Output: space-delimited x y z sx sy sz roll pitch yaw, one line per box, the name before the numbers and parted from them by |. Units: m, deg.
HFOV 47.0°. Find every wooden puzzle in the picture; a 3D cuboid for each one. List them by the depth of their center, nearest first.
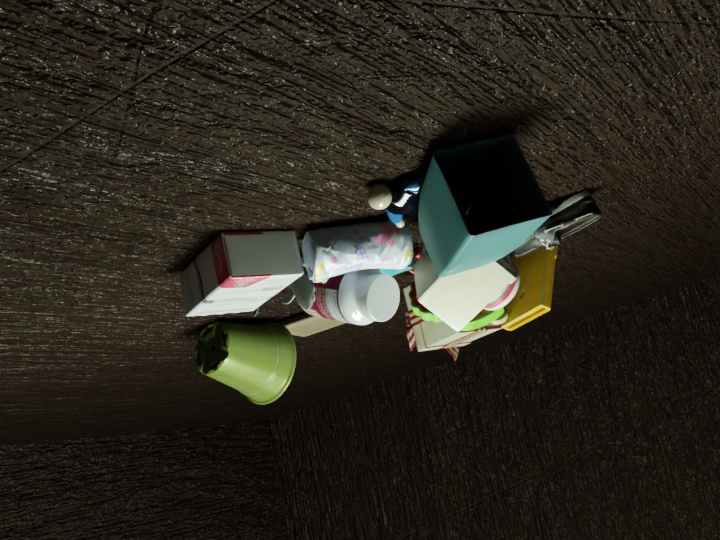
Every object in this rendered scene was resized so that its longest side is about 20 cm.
wooden puzzle | -0.113 0.129 2.113 0.197 0.038 0.185 -14 167 19

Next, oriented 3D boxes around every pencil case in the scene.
pencil case | -0.005 -0.037 1.463 0.197 0.092 0.083 -10 165 -18

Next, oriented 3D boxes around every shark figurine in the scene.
shark figurine | -0.162 0.009 1.571 0.212 0.130 0.089 -3 151 44

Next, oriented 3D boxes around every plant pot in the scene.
plant pot | 0.171 -0.082 1.273 0.139 0.143 0.201 -15 158 -19
plant pot | -0.287 0.203 1.960 0.198 0.203 0.189 -23 151 33

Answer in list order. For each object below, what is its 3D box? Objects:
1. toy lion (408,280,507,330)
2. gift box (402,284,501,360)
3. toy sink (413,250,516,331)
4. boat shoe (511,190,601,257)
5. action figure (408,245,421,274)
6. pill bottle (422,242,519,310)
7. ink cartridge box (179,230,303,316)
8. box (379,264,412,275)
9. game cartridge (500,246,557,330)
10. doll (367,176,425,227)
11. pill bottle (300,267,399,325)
toy lion | 0.209 0.060 1.856 0.189 0.201 0.069 -23 134 -2
gift box | 0.217 0.111 2.028 0.182 0.204 0.186 3 160 -35
toy sink | 0.200 -0.015 1.464 0.111 0.131 0.200 36 112 -18
boat shoe | 0.383 -0.078 1.643 0.198 0.061 0.074 -33 156 12
action figure | 0.174 0.005 1.764 0.199 0.100 0.065 34 115 -25
pill bottle | 0.213 -0.013 1.613 0.110 0.112 0.199 -24 135 37
ink cartridge box | -0.212 0.007 1.442 0.143 0.086 0.199 -3 161 -36
box | 0.000 0.000 1.689 0.198 0.050 0.082 -21 164 24
game cartridge | 0.371 0.014 1.807 0.032 0.203 0.176 19 156 -13
doll | 0.096 -0.114 1.345 0.197 0.049 0.136 -3 153 -35
pill bottle | -0.022 0.041 1.557 0.112 0.115 0.198 0 -175 -42
